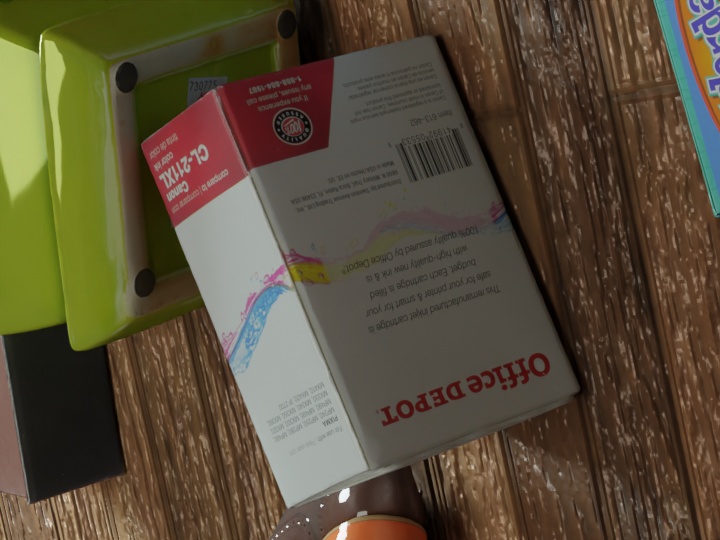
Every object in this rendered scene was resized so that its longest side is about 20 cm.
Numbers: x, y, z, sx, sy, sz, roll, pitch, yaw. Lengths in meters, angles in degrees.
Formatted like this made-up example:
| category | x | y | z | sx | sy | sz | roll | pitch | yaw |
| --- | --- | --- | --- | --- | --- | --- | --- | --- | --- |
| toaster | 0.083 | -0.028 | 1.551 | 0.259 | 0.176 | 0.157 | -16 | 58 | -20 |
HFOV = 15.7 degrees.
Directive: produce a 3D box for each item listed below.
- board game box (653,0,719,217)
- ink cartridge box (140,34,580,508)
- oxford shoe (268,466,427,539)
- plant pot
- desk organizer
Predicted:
| category | x | y | z | sx | sy | sz | roll | pitch | yaw |
| --- | --- | --- | --- | --- | --- | --- | --- | --- | --- |
| board game box | 0.211 | -0.116 | 1.093 | 0.200 | 0.045 | 0.153 | -14 | 92 | 50 |
| ink cartridge box | 0.000 | 0.000 | 1.298 | 0.083 | 0.145 | 0.201 | -30 | 80 | 51 |
| oxford shoe | -0.017 | 0.155 | 1.450 | 0.200 | 0.071 | 0.073 | -40 | 43 | 52 |
| plant pot | -0.139 | -0.070 | 1.401 | 0.181 | 0.200 | 0.200 | 13 | 114 | 40 |
| desk organizer | -0.210 | 0.035 | 1.612 | 0.077 | 0.072 | 0.201 | 5 | 107 | 51 |
